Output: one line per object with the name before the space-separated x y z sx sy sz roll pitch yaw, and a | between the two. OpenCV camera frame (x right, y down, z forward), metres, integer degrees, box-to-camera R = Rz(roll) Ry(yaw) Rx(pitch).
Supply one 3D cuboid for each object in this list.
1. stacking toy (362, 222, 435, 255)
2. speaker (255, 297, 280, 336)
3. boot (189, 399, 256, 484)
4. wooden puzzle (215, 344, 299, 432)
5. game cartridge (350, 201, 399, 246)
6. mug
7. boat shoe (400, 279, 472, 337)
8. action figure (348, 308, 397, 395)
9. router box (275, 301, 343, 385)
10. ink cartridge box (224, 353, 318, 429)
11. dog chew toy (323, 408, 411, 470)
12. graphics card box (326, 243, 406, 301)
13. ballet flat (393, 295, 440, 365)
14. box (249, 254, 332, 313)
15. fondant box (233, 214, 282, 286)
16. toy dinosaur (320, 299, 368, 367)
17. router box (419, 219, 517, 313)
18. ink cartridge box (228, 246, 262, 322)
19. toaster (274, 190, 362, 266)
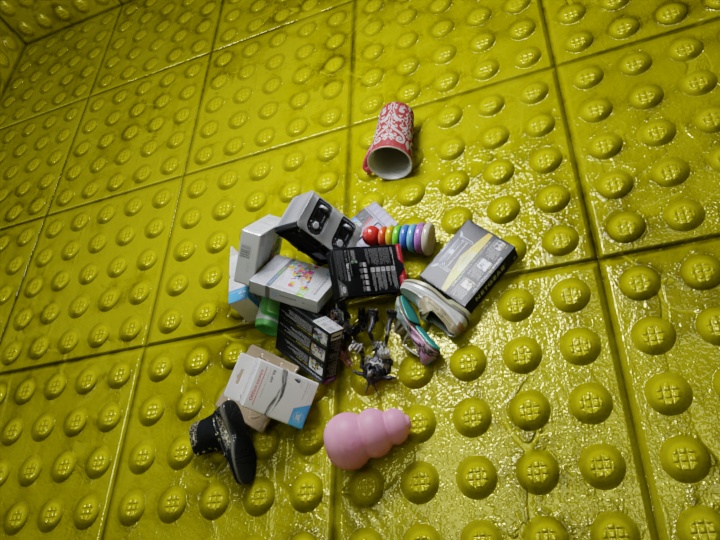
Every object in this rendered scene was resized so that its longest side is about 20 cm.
stacking toy | 0.098 -0.090 1.677 0.196 0.086 0.087 6 62 23
speaker | -0.226 0.074 1.740 0.087 0.089 0.203 2 60 27
boot | -0.346 0.447 1.573 0.152 0.073 0.207 -30 69 29
wooden puzzle | -0.264 0.307 1.637 0.198 0.046 0.187 16 67 38
game cartridge | 0.001 -0.096 1.773 0.199 0.038 0.130 -41 55 -3
mug | 0.078 -0.387 1.864 0.174 0.134 0.203 -5 54 21
boat shoe | 0.171 0.089 1.531 0.198 0.075 0.069 29 68 29
action figure | 0.032 0.192 1.507 0.117 0.102 0.204 3 77 24
router box | -0.134 0.173 1.597 0.051 0.152 0.199 -15 34 -43
ink cartridge box | -0.214 0.288 1.511 0.118 0.197 0.067 -68 15 -10
dog chew toy | 0.019 0.368 1.413 0.196 0.125 0.126 -19 52 4
graphics card box | 0.018 0.004 1.591 0.051 0.196 0.128 -30 68 60
ballet flat | 0.123 0.149 1.539 0.071 0.069 0.201 -47 49 17
box | -0.168 0.031 1.641 0.196 0.042 0.156 17 33 16
fondant box | -0.270 -0.057 1.705 0.057 0.200 0.147 16 109 9
toy dinosaur | -0.047 0.154 1.608 0.136 0.101 0.202 -48 64 30
router box | 0.269 -0.011 1.571 0.200 0.052 0.157 -47 52 -8
ink cartridge box | -0.318 0.029 1.794 0.066 0.116 0.203 -18 54 15
toaster | -0.115 -0.104 1.673 0.199 0.180 0.120 -6 52 61
